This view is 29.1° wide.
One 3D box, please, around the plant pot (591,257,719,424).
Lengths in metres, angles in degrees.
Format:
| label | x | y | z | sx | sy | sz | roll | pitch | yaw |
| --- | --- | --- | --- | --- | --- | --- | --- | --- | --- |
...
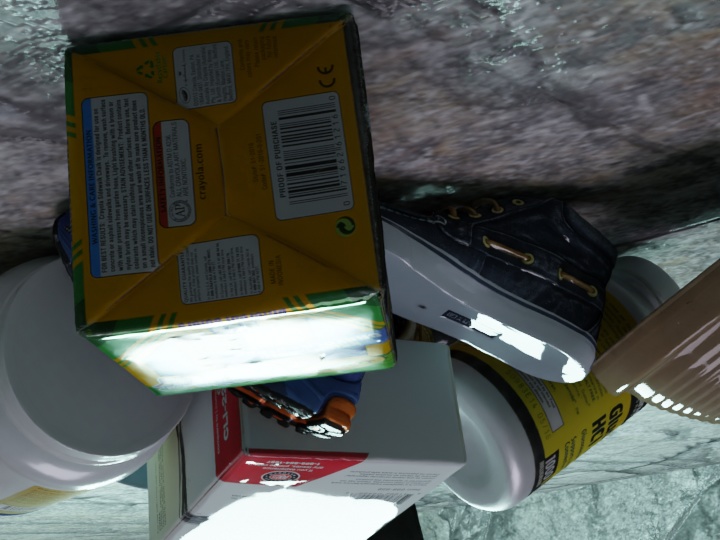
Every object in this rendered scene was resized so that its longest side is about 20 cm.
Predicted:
| label | x | y | z | sx | sy | sz | roll | pitch | yaw |
| --- | --- | --- | --- | --- | --- | --- | --- | --- | --- |
| plant pot | 0.244 | 0.033 | 0.841 | 0.201 | 0.093 | 0.201 | -35 | 170 | -7 |

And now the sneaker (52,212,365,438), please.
| label | x | y | z | sx | sy | sz | roll | pitch | yaw |
| --- | --- | --- | --- | --- | --- | --- | --- | --- | --- |
| sneaker | -0.081 | 0.017 | 0.768 | 0.199 | 0.079 | 0.075 | 28 | 161 | 5 |

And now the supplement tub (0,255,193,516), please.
| label | x | y | z | sx | sy | sz | roll | pitch | yaw |
| --- | --- | --- | --- | --- | --- | --- | --- | --- | --- |
| supplement tub | -0.199 | 0.073 | 0.877 | 0.144 | 0.145 | 0.200 | 3 | 163 | -33 |

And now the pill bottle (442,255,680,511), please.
| label | x | y | z | sx | sy | sz | roll | pitch | yaw |
| --- | --- | --- | --- | --- | --- | --- | --- | --- | --- |
| pill bottle | 0.136 | 0.070 | 0.963 | 0.200 | 0.113 | 0.112 | -31 | 179 | -30 |

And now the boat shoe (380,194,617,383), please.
| label | x | y | z | sx | sy | sz | roll | pitch | yaw |
| --- | --- | --- | --- | --- | --- | --- | --- | --- | --- |
| boat shoe | 0.060 | -0.014 | 0.822 | 0.200 | 0.091 | 0.071 | 28 | 154 | -16 |

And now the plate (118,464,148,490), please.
| label | x | y | z | sx | sy | sz | roll | pitch | yaw |
| --- | --- | --- | --- | --- | --- | --- | --- | --- | --- |
| plate | -0.201 | 0.108 | 1.101 | 0.199 | 0.026 | 0.201 | 16 | 142 | 13 |

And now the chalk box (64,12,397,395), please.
| label | x | y | z | sx | sy | sz | roll | pitch | yaw |
| --- | --- | --- | --- | --- | --- | --- | --- | --- | --- |
| chalk box | -0.051 | -0.016 | 0.639 | 0.123 | 0.125 | 0.200 | -7 | 165 | 1 |

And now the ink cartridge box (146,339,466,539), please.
| label | x | y | z | sx | sy | sz | roll | pitch | yaw |
| --- | --- | --- | --- | --- | --- | --- | --- | --- | --- |
| ink cartridge box | -0.043 | 0.118 | 0.889 | 0.144 | 0.084 | 0.200 | 6 | 150 | -23 |

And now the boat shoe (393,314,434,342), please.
| label | x | y | z | sx | sy | sz | roll | pitch | yaw |
| --- | --- | --- | --- | --- | --- | --- | --- | --- | --- |
| boat shoe | 0.006 | 0.040 | 0.908 | 0.066 | 0.074 | 0.200 | -11 | 165 | 27 |

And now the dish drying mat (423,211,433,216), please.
| label | x | y | z | sx | sy | sz | roll | pitch | yaw |
| --- | --- | --- | --- | --- | --- | --- | --- | --- | --- |
| dish drying mat | 0.000 | 0.000 | 0.933 | 0.077 | 0.018 | 0.200 | 9 | 159 | -43 |

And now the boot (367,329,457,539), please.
| label | x | y | z | sx | sy | sz | roll | pitch | yaw |
| --- | --- | --- | --- | --- | --- | --- | --- | --- | --- |
| boot | 0.027 | 0.144 | 1.134 | 0.164 | 0.201 | 0.066 | -16 | 163 | 33 |
